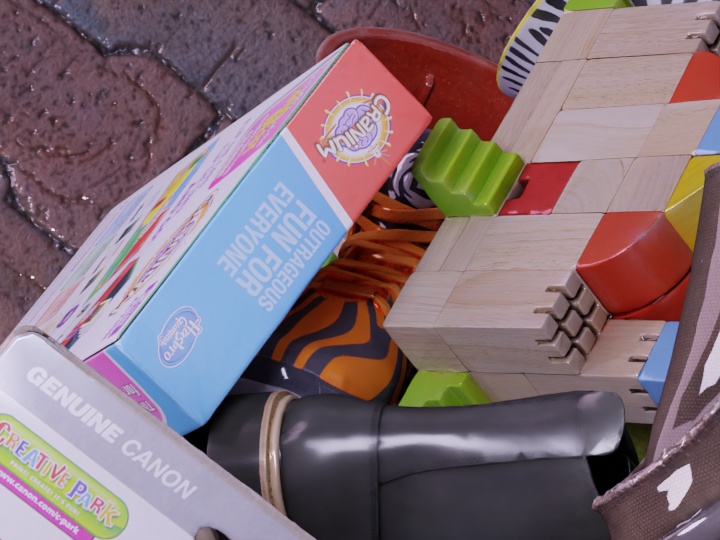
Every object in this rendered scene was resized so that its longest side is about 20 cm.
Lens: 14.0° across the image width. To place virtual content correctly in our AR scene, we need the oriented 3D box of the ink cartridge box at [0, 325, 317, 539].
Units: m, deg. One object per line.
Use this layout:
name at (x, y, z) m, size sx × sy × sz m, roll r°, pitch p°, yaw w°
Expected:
ink cartridge box at (-0.071, 0.139, 0.867) m, size 0.176 × 0.200 × 0.084 m, roll -52°, pitch 1°, yaw 1°

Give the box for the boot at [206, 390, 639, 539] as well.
boot at (0.044, 0.102, 0.998) m, size 0.200 × 0.138 × 0.078 m, roll 52°, pitch -144°, yaw -59°

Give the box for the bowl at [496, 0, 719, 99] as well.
bowl at (0.161, -0.102, 1.179) m, size 0.200 × 0.094 × 0.201 m, roll -37°, pitch -12°, yaw -9°

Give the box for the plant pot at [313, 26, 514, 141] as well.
plant pot at (0.024, 0.016, 1.458) m, size 0.196 × 0.200 × 0.201 m, roll -60°, pitch -2°, yaw 25°

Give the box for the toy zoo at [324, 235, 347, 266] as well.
toy zoo at (-0.012, 0.097, 1.345) m, size 0.020 × 0.131 × 0.201 m, roll 3°, pitch -59°, yaw -38°

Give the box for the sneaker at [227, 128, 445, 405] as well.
sneaker at (0.000, 0.000, 1.080) m, size 0.200 × 0.077 × 0.113 m, roll -12°, pitch -60°, yaw -77°

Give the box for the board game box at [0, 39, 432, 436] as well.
board game box at (-0.074, 0.012, 1.047) m, size 0.153 × 0.040 × 0.200 m, roll -53°, pitch 13°, yaw -31°

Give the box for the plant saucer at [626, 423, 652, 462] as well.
plant saucer at (0.086, 0.049, 1.169) m, size 0.200 × 0.048 × 0.200 m, roll -52°, pitch 2°, yaw 24°

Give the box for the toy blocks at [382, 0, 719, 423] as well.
toy blocks at (0.102, -0.022, 1.015) m, size 0.136 × 0.100 × 0.200 m, roll 0°, pitch 50°, yaw 45°

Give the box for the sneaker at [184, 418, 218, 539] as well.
sneaker at (-0.076, 0.073, 1.197) m, size 0.200 × 0.112 × 0.072 m, roll -8°, pitch 74°, yaw 51°

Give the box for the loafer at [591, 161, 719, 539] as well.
loafer at (0.119, 0.001, 0.838) m, size 0.200 × 0.071 × 0.073 m, roll -53°, pitch 2°, yaw -22°

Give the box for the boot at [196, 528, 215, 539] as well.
boot at (-0.070, 0.143, 0.940) m, size 0.075 × 0.200 × 0.107 m, roll -12°, pitch -25°, yaw -40°
